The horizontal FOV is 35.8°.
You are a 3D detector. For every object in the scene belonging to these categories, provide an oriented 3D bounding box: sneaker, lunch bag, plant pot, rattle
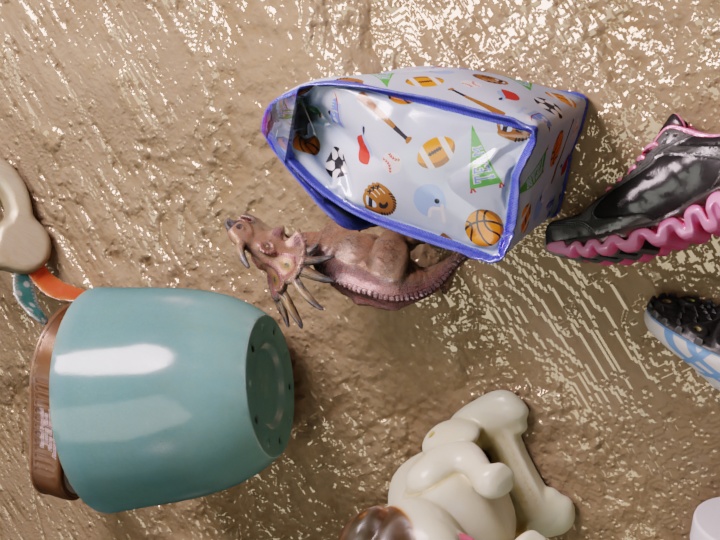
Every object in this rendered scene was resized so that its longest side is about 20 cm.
[{"bbox_3d":[0.295,0.087,0.829,0.199,0.072,0.073,34,127,15],"label":"sneaker"},{"bbox_3d":[0.047,-0.092,0.828,0.199,0.170,0.125,19,110,17],"label":"lunch bag"},{"bbox_3d":[0.225,-0.063,0.819,0.199,0.079,0.096,-17,77,28],"label":"sneaker"},{"bbox_3d":[-0.151,0.107,0.980,0.160,0.201,0.202,-7,105,15],"label":"plant pot"},{"bbox_3d":[-0.378,-0.023,1.112,0.142,0.131,0.200,-26,122,40],"label":"rattle"}]

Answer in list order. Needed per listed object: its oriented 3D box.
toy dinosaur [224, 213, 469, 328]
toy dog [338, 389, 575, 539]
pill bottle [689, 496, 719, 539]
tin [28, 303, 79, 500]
[{"bbox_3d":[0.000,0.000,0.899,0.199,0.135,0.086,8,111,22],"label":"toy dinosaur"},{"bbox_3d":[0.059,0.205,0.903,0.193,0.200,0.140,-13,101,28],"label":"toy dog"},{"bbox_3d":[0.292,0.285,0.871,0.112,0.112,0.201,9,111,22],"label":"pill bottle"},{"bbox_3d":[-0.278,0.131,1.089,0.042,0.112,0.201,15,114,20],"label":"tin"}]
